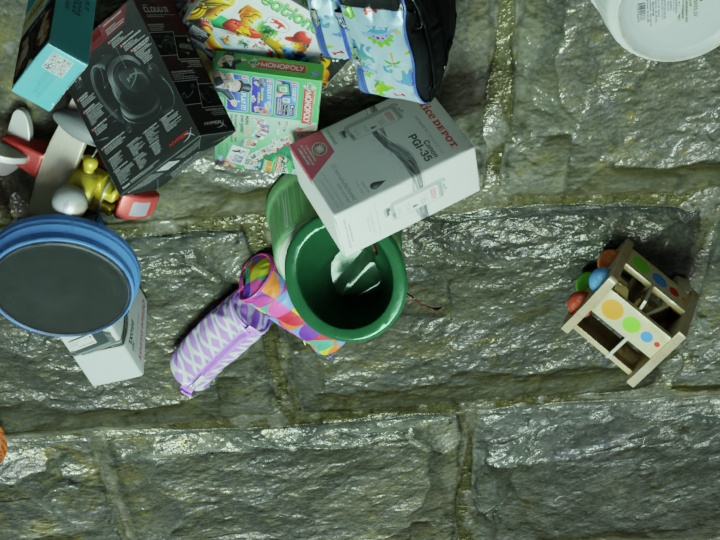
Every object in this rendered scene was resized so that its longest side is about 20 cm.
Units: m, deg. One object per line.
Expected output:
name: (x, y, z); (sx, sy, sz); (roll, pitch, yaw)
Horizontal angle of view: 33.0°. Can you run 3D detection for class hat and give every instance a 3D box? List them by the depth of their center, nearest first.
hat: (0.000, 0.000, 1.663); (0.163, 0.176, 0.203); (-14, 101, 15)

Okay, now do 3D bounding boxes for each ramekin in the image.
ramekin: (0.362, -0.336, 1.401); (0.197, 0.106, 0.202); (-3, 139, -2)
ramekin: (-0.033, -0.052, 1.689); (0.197, 0.099, 0.201); (-2, 139, -2)

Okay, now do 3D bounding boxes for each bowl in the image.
bowl: (-0.382, 0.012, 1.556); (0.197, 0.040, 0.202); (-3, 138, -3)

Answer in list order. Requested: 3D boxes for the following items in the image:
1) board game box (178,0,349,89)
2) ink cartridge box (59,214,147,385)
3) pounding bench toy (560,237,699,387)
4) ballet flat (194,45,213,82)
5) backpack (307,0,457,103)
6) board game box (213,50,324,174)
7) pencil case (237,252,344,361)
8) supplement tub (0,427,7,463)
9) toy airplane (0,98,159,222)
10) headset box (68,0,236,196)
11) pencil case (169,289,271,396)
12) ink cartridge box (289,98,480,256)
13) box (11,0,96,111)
board game box: (-0.110, -0.288, 1.465); (0.198, 0.035, 0.126); (25, 132, -29)
ink cartridge box: (-0.377, 0.045, 1.732); (0.083, 0.146, 0.201); (-11, 139, 7)
pounding bench toy: (0.405, 0.037, 1.822); (0.155, 0.200, 0.125); (38, 128, 1)
ballet flat: (-0.228, -0.194, 1.512); (0.070, 0.072, 0.200); (11, 146, -17)
backpack: (0.031, -0.299, 1.364); (0.145, 0.185, 0.201); (9, 146, 20)
board game box: (-0.118, -0.194, 1.537); (0.132, 0.029, 0.201); (6, 149, -3)
pencil case: (-0.098, 0.055, 1.818); (0.088, 0.089, 0.200); (-29, 131, 26)
supplement tub: (-0.689, 0.324, 2.035); (0.199, 0.124, 0.122); (-32, 132, 28)
toy airplane: (-0.378, -0.118, 1.549); (0.197, 0.142, 0.202); (-19, 125, 6)
headset box: (-0.258, -0.213, 1.432); (0.148, 0.202, 0.077); (-31, 173, 31)
pencil case: (-0.218, 0.110, 1.866); (0.083, 0.086, 0.200); (31, 127, -19)
ink cartridge box: (0.031, -0.130, 1.527); (0.198, 0.147, 0.083); (-26, 142, -9)
box: (-0.331, -0.276, 1.333); (0.049, 0.202, 0.082); (27, 130, -32)
